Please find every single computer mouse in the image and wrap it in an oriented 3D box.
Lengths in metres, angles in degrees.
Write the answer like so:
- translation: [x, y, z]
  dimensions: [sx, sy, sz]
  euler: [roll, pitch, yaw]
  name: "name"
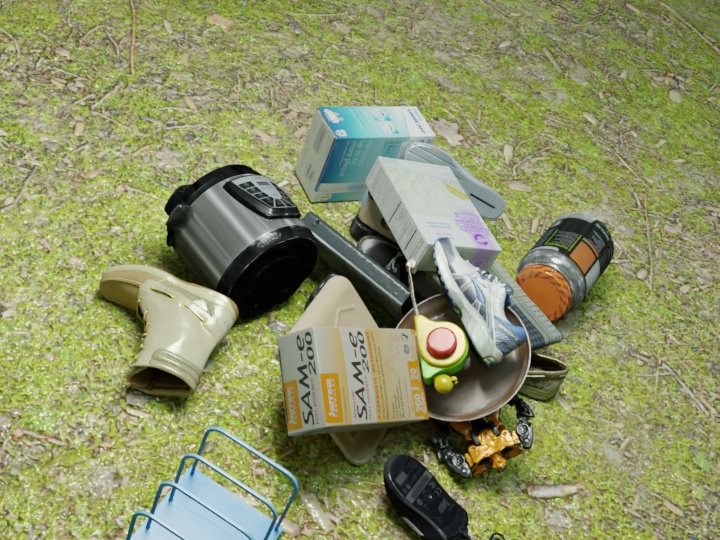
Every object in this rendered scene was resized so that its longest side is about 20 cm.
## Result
- translation: [0.087, 0.335, 1.220]
  dimensions: [0.200, 0.046, 0.140]
  euler: [41, 38, 1]
  name: "computer mouse"

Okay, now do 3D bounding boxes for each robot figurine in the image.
- translation: [0.158, 0.196, 1.357]
  dimensions: [0.145, 0.058, 0.200]
  euler: [-26, 58, 1]
  name: "robot figurine"

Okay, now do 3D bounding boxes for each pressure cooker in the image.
- translation: [-0.181, -0.053, 1.393]
  dimensions: [0.178, 0.176, 0.200]
  euler: [-34, 63, -16]
  name: "pressure cooker"

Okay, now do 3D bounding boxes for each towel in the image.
- translation: [0.198, 0.051, 1.490]
  dimensions: [0.192, 0.035, 0.200]
  euler: [-8, 53, -49]
  name: "towel"

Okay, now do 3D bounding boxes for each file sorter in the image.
- translation: [-0.179, 0.295, 1.074]
  dimensions: [0.138, 0.123, 0.200]
  euler: [31, 42, 8]
  name: "file sorter"

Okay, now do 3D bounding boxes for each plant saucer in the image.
- translation: [0.138, 0.122, 1.351]
  dimensions: [0.199, 0.032, 0.201]
  euler: [-7, 59, 11]
  name: "plant saucer"

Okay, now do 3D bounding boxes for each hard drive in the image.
- translation: [0.000, 0.000, 1.460]
  dimensions: [0.200, 0.140, 0.033]
  euler: [38, 81, 15]
  name: "hard drive"

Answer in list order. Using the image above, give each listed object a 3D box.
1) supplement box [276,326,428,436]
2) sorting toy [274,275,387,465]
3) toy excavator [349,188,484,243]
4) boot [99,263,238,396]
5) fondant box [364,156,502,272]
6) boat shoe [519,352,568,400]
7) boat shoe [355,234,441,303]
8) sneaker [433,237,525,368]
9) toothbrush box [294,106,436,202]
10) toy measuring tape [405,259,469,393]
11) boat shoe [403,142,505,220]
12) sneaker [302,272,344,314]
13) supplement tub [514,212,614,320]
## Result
- translation: [-0.007, 0.141, 1.247]
  dimensions: [0.200, 0.073, 0.127]
  euler: [4, 72, -47]
  name: "supplement box"
- translation: [-0.021, 0.135, 1.320]
  dimensions: [0.200, 0.036, 0.185]
  euler: [55, 42, -18]
  name: "sorting toy"
- translation: [0.105, -0.098, 1.644]
  dimensions: [0.194, 0.100, 0.200]
  euler: [31, 33, 5]
  name: "toy excavator"
- translation: [-0.282, 0.080, 1.286]
  dimensions: [0.199, 0.073, 0.156]
  euler: [18, 50, 7]
  name: "boot"
- translation: [0.110, -0.085, 1.491]
  dimensions: [0.144, 0.058, 0.200]
  euler: [4, 44, -33]
  name: "fondant box"
- translation: [0.216, 0.134, 1.470]
  dimensions: [0.199, 0.063, 0.073]
  euler: [16, 43, -8]
  name: "boat shoe"
- translation: [0.075, 0.005, 1.526]
  dimensions: [0.200, 0.060, 0.074]
  euler: [40, 77, 13]
  name: "boat shoe"
- translation: [0.165, 0.035, 1.340]
  dimensions: [0.085, 0.077, 0.201]
  euler: [-24, 67, -1]
  name: "sneaker"
- translation: [0.007, -0.199, 1.654]
  dimensions: [0.199, 0.147, 0.085]
  euler: [-6, 50, -32]
  name: "toothbrush box"
- translation: [0.109, 0.073, 1.326]
  dimensions: [0.073, 0.074, 0.201]
  euler: [4, 59, -21]
  name: "toy measuring tape"
- translation: [0.153, -0.148, 1.648]
  dimensions: [0.200, 0.074, 0.067]
  euler: [36, 3, -11]
  name: "boat shoe"
- translation: [-0.056, 0.079, 1.383]
  dimensions: [0.076, 0.084, 0.200]
  euler: [15, 42, -10]
  name: "sneaker"
- translation: [0.339, -0.005, 1.628]
  dimensions: [0.122, 0.123, 0.200]
  euler: [36, 43, 13]
  name: "supplement tub"
